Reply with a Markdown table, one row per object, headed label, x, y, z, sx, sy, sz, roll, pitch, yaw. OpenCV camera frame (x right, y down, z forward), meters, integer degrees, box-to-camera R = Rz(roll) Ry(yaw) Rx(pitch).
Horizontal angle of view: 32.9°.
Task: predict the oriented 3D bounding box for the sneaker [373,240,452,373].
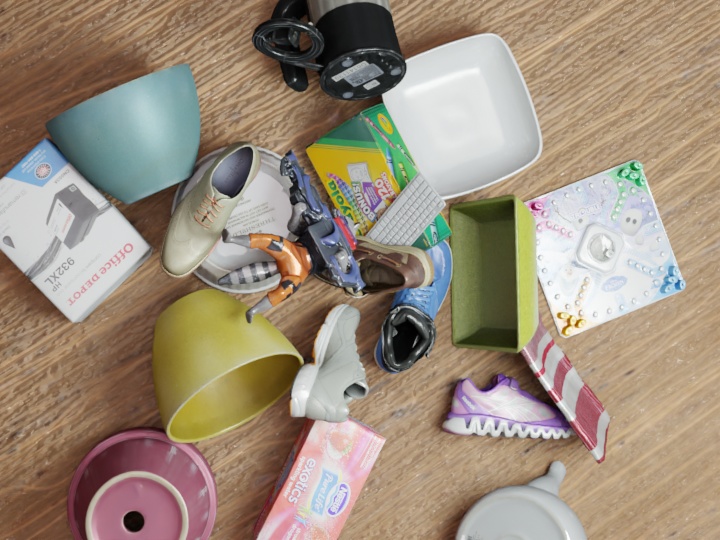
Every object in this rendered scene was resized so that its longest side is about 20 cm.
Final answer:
| label | x | y | z | sx | sy | sz | roll | pitch | yaw |
| --- | --- | --- | --- | --- | --- | --- | --- | --- | --- |
| sneaker | 0.079 | 0.047 | 1.652 | 0.076 | 0.111 | 0.201 | 26 | 86 | -6 |

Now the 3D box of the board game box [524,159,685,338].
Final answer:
| label | x | y | z | sx | sy | sz | roll | pitch | yaw |
| --- | --- | --- | --- | --- | --- | --- | --- | --- | --- |
| board game box | 0.343 | -0.032 | 1.729 | 0.199 | 0.026 | 0.201 | -21 | 92 | -7 |

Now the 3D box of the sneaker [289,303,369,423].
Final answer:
| label | x | y | z | sx | sy | sz | roll | pitch | yaw |
| --- | --- | --- | --- | --- | --- | --- | --- | --- | --- |
| sneaker | -0.025 | 0.130 | 1.615 | 0.091 | 0.076 | 0.201 | 18 | 46 | 8 |

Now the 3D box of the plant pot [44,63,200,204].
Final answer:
| label | x | y | z | sx | sy | sz | roll | pitch | yaw |
| --- | --- | --- | --- | --- | --- | --- | --- | --- | --- |
| plant pot | -0.287 | -0.165 | 1.571 | 0.199 | 0.200 | 0.136 | -24 | 97 | -7 |

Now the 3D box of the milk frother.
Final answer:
| label | x | y | z | sx | sy | sz | roll | pitch | yaw |
| --- | --- | --- | --- | --- | --- | --- | --- | --- | --- |
| milk frother | -0.050 | -0.342 | 1.579 | 0.179 | 0.200 | 0.190 | -15 | 66 | 7 |

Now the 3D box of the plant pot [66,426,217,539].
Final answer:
| label | x | y | z | sx | sy | sz | roll | pitch | yaw |
| --- | --- | --- | --- | --- | --- | --- | --- | --- | --- |
| plant pot | -0.283 | 0.310 | 1.570 | 0.198 | 0.179 | 0.202 | 0 | 90 | -8 |

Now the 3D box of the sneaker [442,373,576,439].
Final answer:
| label | x | y | z | sx | sy | sz | roll | pitch | yaw |
| --- | --- | --- | --- | --- | --- | --- | --- | --- | --- |
| sneaker | 0.214 | 0.189 | 1.687 | 0.198 | 0.080 | 0.089 | 5 | 81 | -6 |

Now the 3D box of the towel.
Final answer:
| label | x | y | z | sx | sy | sz | roll | pitch | yaw |
| --- | --- | --- | --- | --- | --- | --- | --- | --- | --- |
| towel | 0.279 | 0.154 | 1.663 | 0.023 | 0.144 | 0.201 | -34 | 94 | 20 |

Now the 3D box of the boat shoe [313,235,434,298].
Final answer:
| label | x | y | z | sx | sy | sz | roll | pitch | yaw |
| --- | --- | --- | --- | --- | --- | --- | --- | --- | --- |
| boat shoe | 0.000 | 0.000 | 1.610 | 0.072 | 0.199 | 0.073 | -26 | 116 | -46 |

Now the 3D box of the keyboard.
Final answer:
| label | x | y | z | sx | sy | sz | roll | pitch | yaw |
| --- | --- | --- | --- | --- | --- | --- | --- | --- | --- |
| keyboard | 0.043 | -0.048 | 1.608 | 0.056 | 0.200 | 0.011 | 48 | 42 | 9 |

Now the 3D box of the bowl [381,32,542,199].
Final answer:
| label | x | y | z | sx | sy | sz | roll | pitch | yaw |
| --- | --- | --- | --- | --- | --- | --- | --- | --- | --- |
| bowl | 0.135 | -0.208 | 1.683 | 0.198 | 0.075 | 0.202 | -21 | 91 | -7 |

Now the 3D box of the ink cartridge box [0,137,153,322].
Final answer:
| label | x | y | z | sx | sy | sz | roll | pitch | yaw |
| --- | --- | --- | --- | --- | --- | --- | --- | --- | --- |
| ink cartridge box | -0.393 | -0.051 | 1.609 | 0.145 | 0.084 | 0.200 | -44 | 94 | -6 |

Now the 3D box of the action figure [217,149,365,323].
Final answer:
| label | x | y | z | sx | sy | sz | roll | pitch | yaw |
| --- | --- | --- | --- | --- | --- | --- | --- | --- | --- |
| action figure | -0.090 | -0.042 | 1.559 | 0.192 | 0.105 | 0.201 | -18 | 82 | -30 |

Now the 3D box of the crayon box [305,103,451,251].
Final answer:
| label | x | y | z | sx | sy | sz | roll | pitch | yaw |
| --- | --- | --- | --- | --- | --- | --- | --- | --- | --- |
| crayon box | 0.024 | -0.108 | 1.642 | 0.058 | 0.118 | 0.201 | -31 | 94 | -47 |

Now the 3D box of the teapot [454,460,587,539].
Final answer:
| label | x | y | z | sx | sy | sz | roll | pitch | yaw |
| --- | --- | --- | --- | --- | --- | --- | --- | --- | --- |
| teapot | 0.227 | 0.391 | 1.655 | 0.199 | 0.146 | 0.198 | -35 | 67 | 14 |

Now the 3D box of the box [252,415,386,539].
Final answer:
| label | x | y | z | sx | sy | sz | roll | pitch | yaw |
| --- | --- | --- | --- | --- | --- | --- | --- | --- | --- |
| box | -0.056 | 0.289 | 1.640 | 0.102 | 0.095 | 0.201 | 28 | 86 | -6 |

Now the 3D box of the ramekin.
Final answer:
| label | x | y | z | sx | sy | sz | roll | pitch | yaw |
| --- | --- | --- | --- | --- | --- | --- | --- | --- | --- |
| ramekin | -0.157 | -0.071 | 1.634 | 0.200 | 0.094 | 0.204 | 0 | 89 | -7 |

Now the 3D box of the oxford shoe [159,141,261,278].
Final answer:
| label | x | y | z | sx | sy | sz | roll | pitch | yaw |
| --- | --- | --- | --- | --- | --- | --- | --- | --- | --- |
| oxford shoe | -0.195 | -0.082 | 1.545 | 0.070 | 0.074 | 0.201 | 29 | 86 | -5 |

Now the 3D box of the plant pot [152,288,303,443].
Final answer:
| label | x | y | z | sx | sy | sz | roll | pitch | yaw |
| --- | --- | --- | --- | --- | --- | --- | --- | --- | --- |
| plant pot | -0.195 | 0.111 | 1.594 | 0.199 | 0.200 | 0.142 | -31 | 68 | -7 |

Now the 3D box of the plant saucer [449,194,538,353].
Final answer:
| label | x | y | z | sx | sy | sz | roll | pitch | yaw |
| --- | --- | --- | --- | --- | --- | --- | --- | --- | --- |
| plant saucer | 0.183 | 0.005 | 1.630 | 0.047 | 0.200 | 0.202 | -1 | 89 | -21 |
